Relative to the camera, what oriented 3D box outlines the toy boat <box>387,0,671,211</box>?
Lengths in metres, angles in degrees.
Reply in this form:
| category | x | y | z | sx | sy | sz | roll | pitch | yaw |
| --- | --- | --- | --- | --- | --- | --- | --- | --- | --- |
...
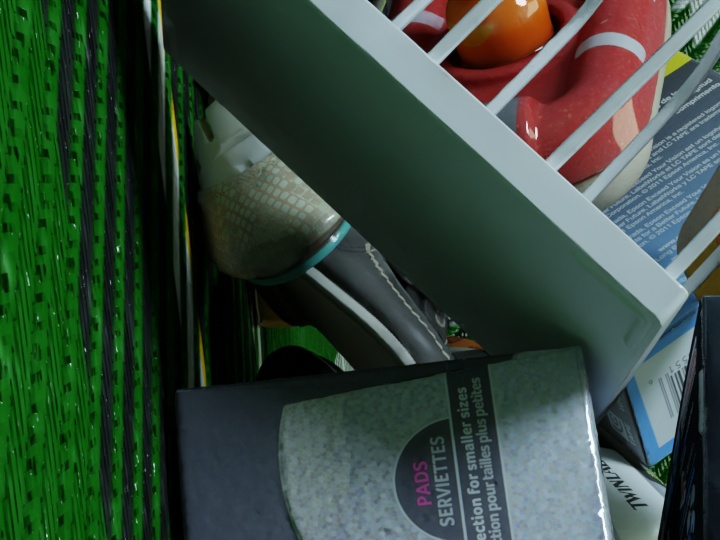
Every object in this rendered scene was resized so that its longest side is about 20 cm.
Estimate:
| category | x | y | z | sx | sy | sz | roll | pitch | yaw |
| --- | --- | --- | --- | --- | --- | --- | --- | --- | --- |
| toy boat | 0.057 | -0.112 | 0.907 | 0.200 | 0.130 | 0.131 | -73 | 148 | -52 |

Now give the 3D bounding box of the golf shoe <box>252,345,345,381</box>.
| category | x | y | z | sx | sy | sz | roll | pitch | yaw |
| --- | --- | --- | --- | --- | --- | --- | --- | --- | --- |
| golf shoe | -0.012 | 0.125 | 0.813 | 0.092 | 0.072 | 0.201 | 71 | 2 | -62 |

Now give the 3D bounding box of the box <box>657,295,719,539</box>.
| category | x | y | z | sx | sy | sz | roll | pitch | yaw |
| --- | --- | --- | --- | --- | --- | --- | --- | --- | --- |
| box | 0.121 | 0.132 | 0.696 | 0.200 | 0.046 | 0.159 | 90 | 6 | -48 |

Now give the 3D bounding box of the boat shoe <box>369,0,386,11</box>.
| category | x | y | z | sx | sy | sz | roll | pitch | yaw |
| --- | --- | --- | --- | --- | --- | --- | --- | --- | --- |
| boat shoe | -0.009 | -0.160 | 0.818 | 0.060 | 0.072 | 0.202 | 58 | -25 | 29 |

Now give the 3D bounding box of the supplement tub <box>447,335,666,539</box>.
| category | x | y | z | sx | sy | sz | roll | pitch | yaw |
| --- | --- | --- | --- | --- | --- | --- | --- | --- | --- |
| supplement tub | 0.066 | 0.113 | 0.910 | 0.200 | 0.122 | 0.123 | -133 | -150 | -56 |

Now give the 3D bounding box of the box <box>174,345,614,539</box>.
| category | x | y | z | sx | sy | sz | roll | pitch | yaw |
| --- | --- | --- | --- | --- | --- | --- | --- | --- | --- |
| box | 0.020 | 0.139 | 0.645 | 0.115 | 0.132 | 0.201 | 79 | 5 | -65 |

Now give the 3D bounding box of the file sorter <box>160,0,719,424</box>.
| category | x | y | z | sx | sy | sz | roll | pitch | yaw |
| --- | --- | --- | --- | --- | --- | --- | --- | --- | --- |
| file sorter | 0.048 | -0.072 | 0.682 | 0.200 | 0.125 | 0.139 | 43 | -15 | 10 |

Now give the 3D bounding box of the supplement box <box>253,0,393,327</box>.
| category | x | y | z | sx | sy | sz | roll | pitch | yaw |
| --- | --- | --- | --- | --- | --- | --- | --- | --- | --- |
| supplement box | 0.039 | -0.080 | 1.074 | 0.133 | 0.199 | 0.198 | 38 | 46 | -88 |

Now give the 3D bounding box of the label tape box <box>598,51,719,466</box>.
| category | x | y | z | sx | sy | sz | roll | pitch | yaw |
| --- | --- | --- | --- | --- | --- | --- | --- | --- | --- |
| label tape box | 0.119 | -0.021 | 0.931 | 0.200 | 0.144 | 0.063 | 42 | -19 | 51 |

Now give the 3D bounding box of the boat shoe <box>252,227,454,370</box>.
| category | x | y | z | sx | sy | sz | roll | pitch | yaw |
| --- | --- | --- | --- | --- | --- | --- | --- | --- | --- |
| boat shoe | 0.000 | 0.000 | 0.841 | 0.067 | 0.057 | 0.200 | 57 | -10 | -21 |

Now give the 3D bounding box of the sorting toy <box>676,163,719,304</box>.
| category | x | y | z | sx | sy | sz | roll | pitch | yaw |
| --- | --- | --- | --- | --- | --- | --- | --- | --- | --- |
| sorting toy | 0.170 | 0.002 | 0.726 | 0.185 | 0.036 | 0.201 | 114 | -32 | -48 |

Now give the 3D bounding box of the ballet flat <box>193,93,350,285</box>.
| category | x | y | z | sx | sy | sz | roll | pitch | yaw |
| --- | --- | --- | --- | --- | --- | --- | --- | --- | --- |
| ballet flat | -0.042 | -0.049 | 0.835 | 0.062 | 0.067 | 0.200 | 54 | 6 | -15 |
